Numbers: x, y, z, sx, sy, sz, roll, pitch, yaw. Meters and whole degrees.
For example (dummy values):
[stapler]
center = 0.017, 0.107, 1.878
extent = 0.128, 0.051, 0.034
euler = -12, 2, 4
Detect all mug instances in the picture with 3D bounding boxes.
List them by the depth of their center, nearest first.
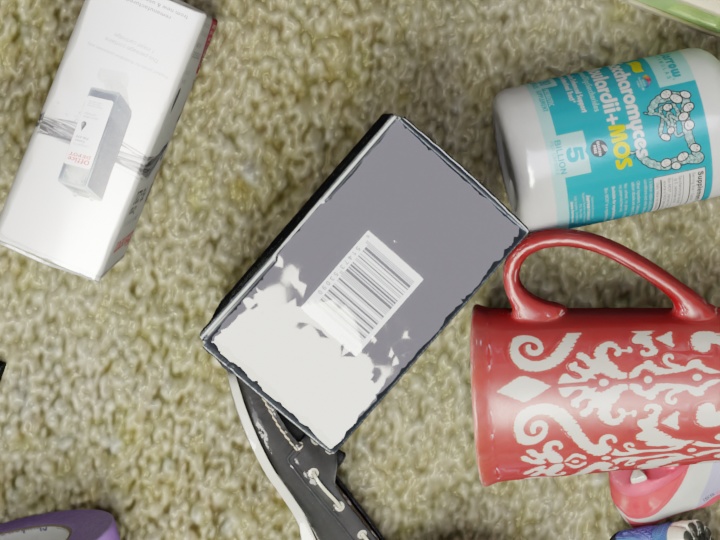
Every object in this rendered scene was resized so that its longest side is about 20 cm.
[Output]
[mug]
center = 0.181, 0.071, 1.120
extent = 0.199, 0.134, 0.178
euler = -2, 133, 9

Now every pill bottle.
[pill bottle]
center = 0.202, -0.097, 1.143
extent = 0.199, 0.111, 0.111
euler = -13, 96, 0

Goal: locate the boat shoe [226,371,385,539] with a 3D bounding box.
[boat shoe]
center = -0.037, 0.154, 1.185
extent = 0.060, 0.074, 0.200
euler = -26, 99, 2

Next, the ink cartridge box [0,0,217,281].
[ink cartridge box]
center = -0.178, -0.104, 1.117
extent = 0.085, 0.146, 0.201
euler = 24, 96, -4

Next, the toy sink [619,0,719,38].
[toy sink]
center = 0.295, -0.210, 1.123
extent = 0.199, 0.130, 0.112
euler = 19, 96, -4

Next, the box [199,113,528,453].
[box]
center = 0.000, 0.000, 1.106
extent = 0.124, 0.197, 0.200
euler = 41, 94, -6

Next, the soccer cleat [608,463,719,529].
[soccer cleat]
center = 0.282, 0.134, 1.202
extent = 0.199, 0.067, 0.077
euler = -25, 130, -5

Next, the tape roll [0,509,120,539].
[tape roll]
center = -0.265, 0.236, 1.126
extent = 0.199, 0.200, 0.066
euler = -14, 97, 1

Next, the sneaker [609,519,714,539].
[sneaker]
center = 0.236, 0.278, 1.210
extent = 0.089, 0.079, 0.201
euler = -2, 112, 34

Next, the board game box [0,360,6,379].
[board game box]
center = -0.386, 0.101, 1.194
extent = 0.199, 0.028, 0.136
euler = 20, 95, -3
